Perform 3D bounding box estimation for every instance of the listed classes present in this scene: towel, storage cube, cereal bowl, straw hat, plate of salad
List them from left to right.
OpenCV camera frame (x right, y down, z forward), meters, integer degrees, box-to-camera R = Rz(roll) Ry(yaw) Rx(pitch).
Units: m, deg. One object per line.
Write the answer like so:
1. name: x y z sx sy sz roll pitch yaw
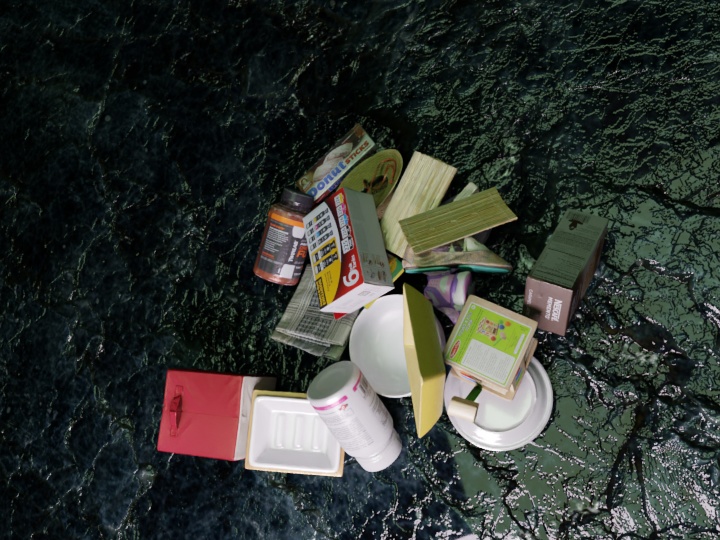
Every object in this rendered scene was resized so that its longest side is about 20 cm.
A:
1. storage cube: -0.299 0.302 1.374 0.179 0.200 0.172 2 80 18
2. towel: -0.082 0.081 1.364 0.192 0.035 0.201 12 68 34
3. straw hat: 0.036 -0.151 1.356 0.200 0.085 0.202 -30 40 29
4. cereal bowl: 0.081 0.152 1.287 0.199 0.083 0.202 -5 78 24
5. plate of salad: 0.258 0.235 1.205 0.199 0.048 0.201 -6 68 15

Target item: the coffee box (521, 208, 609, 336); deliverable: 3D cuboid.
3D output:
1. coffee box: 0.357 0.000 1.120 0.079 0.115 0.200 19 50 26

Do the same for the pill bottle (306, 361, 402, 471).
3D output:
1. pill bottle: -0.007 0.283 1.235 0.113 0.114 0.201 -25 112 18

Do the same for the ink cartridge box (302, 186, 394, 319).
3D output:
1. ink cartridge box: -0.040 -0.026 1.239 0.175 0.084 0.201 -33 60 40

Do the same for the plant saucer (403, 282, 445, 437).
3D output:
1. plant saucer: 0.109 0.154 1.106 0.048 0.201 0.201 -7 50 -2

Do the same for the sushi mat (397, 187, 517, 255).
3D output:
1. sushi mat: 0.173 -0.091 1.168 0.199 0.012 0.096 -20 49 -2

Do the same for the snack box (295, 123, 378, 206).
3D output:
1. snack box: -0.055 -0.239 1.459 0.200 0.024 0.072 -42 67 12

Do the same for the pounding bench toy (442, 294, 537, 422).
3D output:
1. pounding bench toy: 0.215 0.175 1.128 0.124 0.156 0.201 23 78 22

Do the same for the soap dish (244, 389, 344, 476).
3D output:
1. soap dish: -0.128 0.331 1.319 0.198 0.081 0.159 4 81 2

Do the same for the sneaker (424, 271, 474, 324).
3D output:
1. sneaker: 0.166 0.050 1.203 0.088 0.200 0.081 6 72 16

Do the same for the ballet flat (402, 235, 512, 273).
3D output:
1. ballet flat: 0.174 -0.030 1.162 0.198 0.068 0.068 1 83 9

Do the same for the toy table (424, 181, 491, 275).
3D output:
1. toy table: 0.173 -0.082 1.274 0.183 0.117 0.201 34 94 26

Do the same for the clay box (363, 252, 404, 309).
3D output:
1. clay box: 0.000 0.000 1.324 0.115 0.048 0.200 -45 45 -12

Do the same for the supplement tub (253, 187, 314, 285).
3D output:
1. supplement tub: -0.162 -0.076 1.412 0.106 0.107 0.201 22 102 26

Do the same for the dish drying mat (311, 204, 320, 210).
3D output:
1. dish drying mat: -0.072 -0.114 1.446 0.199 0.018 0.077 -10 77 23

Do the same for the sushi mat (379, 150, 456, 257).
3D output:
1. sushi mat: 0.101 -0.126 1.234 0.095 0.012 0.201 27 91 29
